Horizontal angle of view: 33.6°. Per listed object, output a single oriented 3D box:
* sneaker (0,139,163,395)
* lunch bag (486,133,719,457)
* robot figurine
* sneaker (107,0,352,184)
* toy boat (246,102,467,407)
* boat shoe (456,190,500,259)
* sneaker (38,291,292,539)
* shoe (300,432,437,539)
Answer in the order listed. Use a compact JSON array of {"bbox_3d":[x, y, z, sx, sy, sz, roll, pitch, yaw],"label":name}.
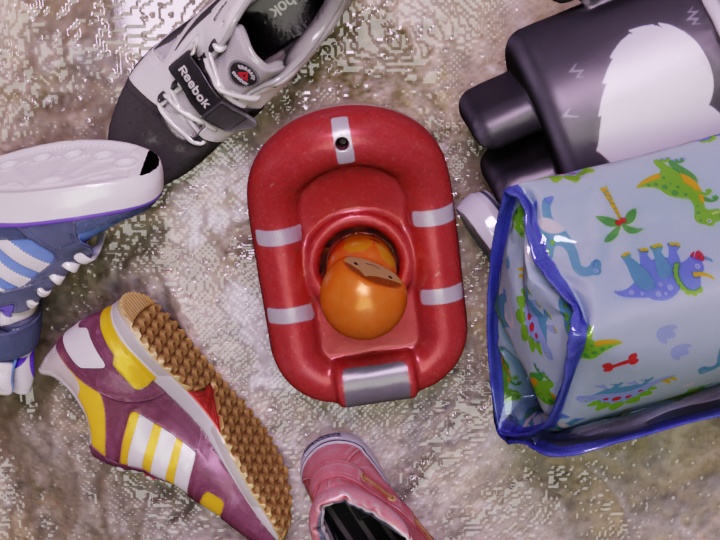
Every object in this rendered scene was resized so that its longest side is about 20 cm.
[{"bbox_3d":[-0.204,0.006,0.744,0.200,0.081,0.147,-9,119,6],"label":"sneaker"},{"bbox_3d":[0.165,0.030,0.684,0.170,0.127,0.200,-13,149,-9],"label":"lunch bag"},{"bbox_3d":[0.163,-0.105,0.708,0.200,0.125,0.150,-21,152,4],"label":"robot figurine"},{"bbox_3d":[-0.082,-0.122,0.712,0.074,0.089,0.200,42,103,-16],"label":"sneaker"},{"bbox_3d":[0.000,0.000,0.732,0.130,0.131,0.200,-9,109,0],"label":"toy boat"},{"bbox_3d":[0.142,0.008,0.780,0.067,0.074,0.200,-42,117,3],"label":"boat shoe"},{"bbox_3d":[-0.127,0.112,0.799,0.090,0.075,0.200,-32,101,16],"label":"sneaker"},{"bbox_3d":[0.024,0.209,0.822,0.071,0.091,0.200,-31,108,7],"label":"shoe"}]
